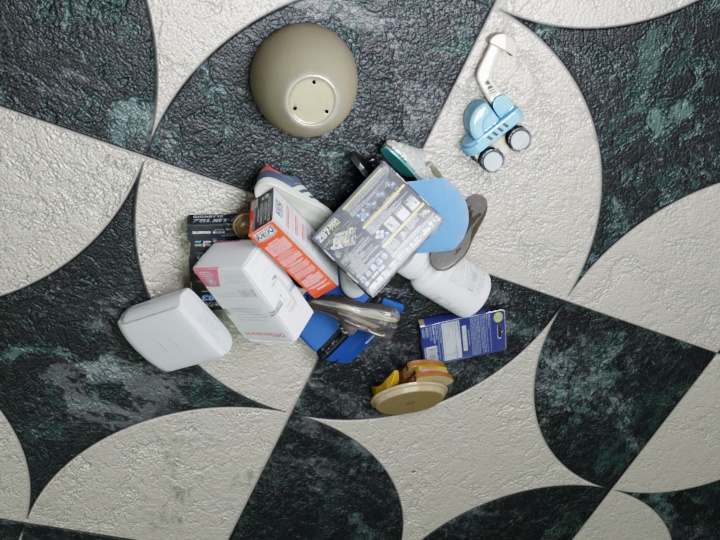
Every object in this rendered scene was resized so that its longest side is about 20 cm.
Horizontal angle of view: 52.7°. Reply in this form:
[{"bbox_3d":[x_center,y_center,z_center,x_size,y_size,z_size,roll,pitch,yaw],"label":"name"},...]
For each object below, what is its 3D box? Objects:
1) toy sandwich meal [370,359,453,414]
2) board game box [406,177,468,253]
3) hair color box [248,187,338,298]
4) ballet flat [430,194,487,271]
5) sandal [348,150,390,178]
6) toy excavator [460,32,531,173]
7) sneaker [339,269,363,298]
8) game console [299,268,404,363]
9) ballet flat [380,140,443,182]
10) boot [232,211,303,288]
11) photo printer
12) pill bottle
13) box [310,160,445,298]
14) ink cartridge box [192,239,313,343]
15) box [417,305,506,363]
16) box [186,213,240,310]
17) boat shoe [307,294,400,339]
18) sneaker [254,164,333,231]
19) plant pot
[{"bbox_3d":[0.114,0.275,1.703,0.203,0.071,0.206,-7,152,-4],"label":"toy sandwich meal"},{"bbox_3d":[0.113,-0.111,1.424,0.198,0.039,0.159,-5,122,15],"label":"board game box"},{"bbox_3d":[-0.123,-0.050,1.365,0.061,0.102,0.200,-28,128,20],"label":"hair color box"},{"bbox_3d":[0.204,-0.072,1.485,0.067,0.201,0.046,25,153,16],"label":"ballet flat"},{"bbox_3d":[0.053,-0.184,1.430,0.048,0.076,0.200,-44,128,16],"label":"sandal"},{"bbox_3d":[0.250,-0.318,1.383,0.194,0.100,0.200,-38,111,10],"label":"toy excavator"},{"bbox_3d":[0.000,0.000,1.446,0.074,0.100,0.201,16,138,-7],"label":"sneaker"},{"bbox_3d":[-0.034,0.094,1.604,0.200,0.119,0.170,-45,150,16],"label":"game console"},{"bbox_3d":[0.116,-0.201,1.444,0.072,0.072,0.200,-38,122,12],"label":"ballet flat"},{"bbox_3d":[-0.165,-0.039,1.414,0.074,0.076,0.200,-42,120,13],"label":"boot"},{"bbox_3d":[-0.387,0.128,1.491,0.198,0.070,0.167,-16,127,27],"label":"photo printer"},{"bbox_3d":[0.169,0.007,1.538,0.199,0.115,0.115,30,110,-25],"label":"pill bottle"},{"bbox_3d":[0.032,-0.074,1.341,0.161,0.049,0.200,43,86,2],"label":"box"},{"bbox_3d":[-0.206,0.042,1.408,0.145,0.083,0.201,-2,133,37],"label":"ink cartridge box"},{"bbox_3d":[0.237,0.150,1.682,0.198,0.032,0.122,-11,122,-2],"label":"box"},{"bbox_3d":[-0.249,-0.016,1.478,0.198,0.050,0.200,-3,121,-11],"label":"box"},{"bbox_3d":[-0.019,0.100,1.508,0.198,0.074,0.074,12,100,13],"label":"boat shoe"},{"bbox_3d":[-0.118,-0.138,1.413,0.075,0.085,0.199,-37,126,26],"label":"sneaker"},{"bbox_3d":[-0.093,-0.318,1.283,0.198,0.135,0.202,-5,122,-8],"label":"plant pot"}]
